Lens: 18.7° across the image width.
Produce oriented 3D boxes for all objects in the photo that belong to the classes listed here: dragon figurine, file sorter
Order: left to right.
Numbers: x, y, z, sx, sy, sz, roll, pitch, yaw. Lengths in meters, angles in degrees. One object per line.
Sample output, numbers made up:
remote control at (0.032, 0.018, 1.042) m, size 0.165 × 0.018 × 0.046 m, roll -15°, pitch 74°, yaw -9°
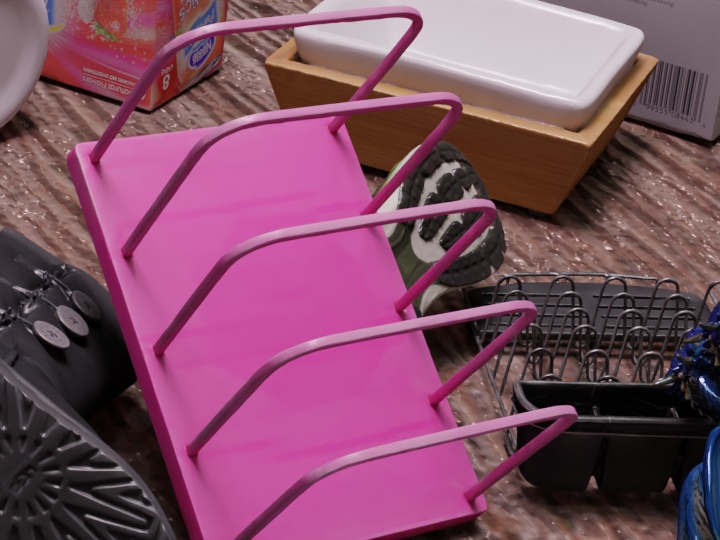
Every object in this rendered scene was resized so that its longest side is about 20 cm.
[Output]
file sorter at (-0.014, 0.004, 0.914) m, size 0.138 × 0.125 × 0.201 m, roll -9°, pitch 69°, yaw -31°
dragon figurine at (0.165, 0.102, 0.915) m, size 0.099 × 0.059 × 0.201 m, roll 16°, pitch 59°, yaw -1°

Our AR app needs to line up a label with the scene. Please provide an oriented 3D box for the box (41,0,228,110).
box at (-0.188, -0.184, 1.363) m, size 0.199 × 0.103 × 0.095 m, roll 20°, pitch 30°, yaw 20°

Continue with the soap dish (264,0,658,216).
soap dish at (0.062, -0.109, 1.300) m, size 0.198 × 0.082 × 0.157 m, roll 15°, pitch 28°, yaw 16°

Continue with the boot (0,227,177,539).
boot at (-0.126, 0.066, 0.935) m, size 0.165 × 0.066 × 0.200 m, roll 51°, pitch 6°, yaw -6°

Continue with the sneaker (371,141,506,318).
sneaker at (0.000, 0.000, 1.077) m, size 0.088 × 0.077 × 0.200 m, roll -21°, pitch 14°, yaw 39°

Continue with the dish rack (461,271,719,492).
dish rack at (0.131, 0.041, 1.061) m, size 0.152 × 0.055 × 0.200 m, roll 3°, pitch 28°, yaw -10°

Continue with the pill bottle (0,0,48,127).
pill bottle at (-0.282, -0.159, 1.276) m, size 0.115 × 0.117 × 0.199 m, roll -19°, pitch 36°, yaw -40°

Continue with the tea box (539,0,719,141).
tea box at (0.186, -0.200, 1.445) m, size 0.199 × 0.135 × 0.197 m, roll 20°, pitch 31°, yaw 22°
